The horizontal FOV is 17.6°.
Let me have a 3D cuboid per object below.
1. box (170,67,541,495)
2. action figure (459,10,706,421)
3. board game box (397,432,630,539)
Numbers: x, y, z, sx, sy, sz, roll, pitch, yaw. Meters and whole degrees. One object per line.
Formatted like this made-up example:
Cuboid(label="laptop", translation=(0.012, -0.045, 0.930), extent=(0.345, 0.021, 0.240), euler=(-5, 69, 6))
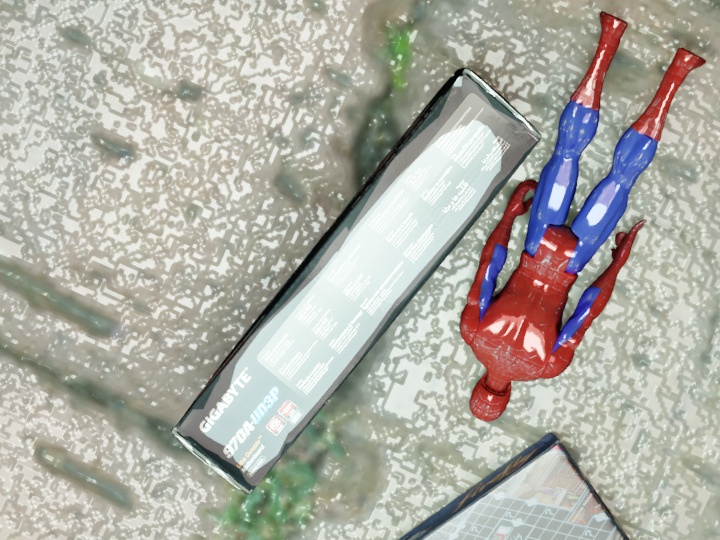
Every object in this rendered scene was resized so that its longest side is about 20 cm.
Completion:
Cuboid(label="box", translation=(0.000, 0.000, 1.043), extent=(0.046, 0.159, 0.200), euler=(39, 95, -2))
Cuboid(label="action figure", translation=(0.098, -0.019, 1.097), extent=(0.065, 0.052, 0.201), euler=(25, 100, 3))
Cuboid(label="board game box", translation=(0.052, 0.191, 1.123), extent=(0.199, 0.035, 0.136), euler=(-35, 94, 3))
